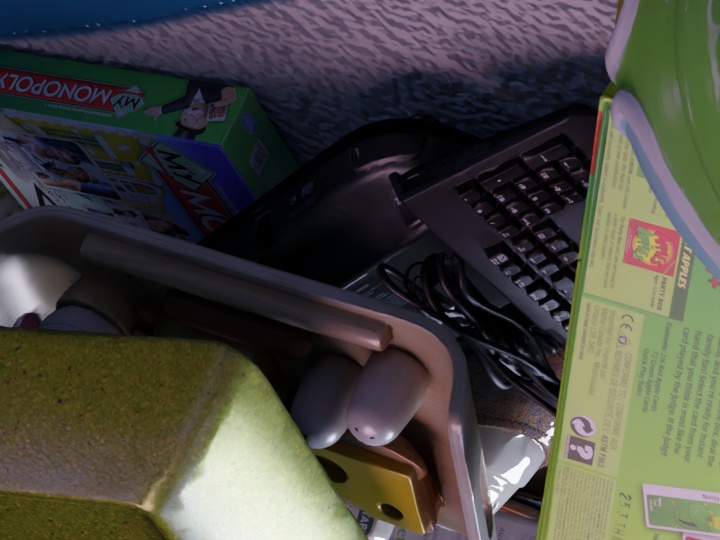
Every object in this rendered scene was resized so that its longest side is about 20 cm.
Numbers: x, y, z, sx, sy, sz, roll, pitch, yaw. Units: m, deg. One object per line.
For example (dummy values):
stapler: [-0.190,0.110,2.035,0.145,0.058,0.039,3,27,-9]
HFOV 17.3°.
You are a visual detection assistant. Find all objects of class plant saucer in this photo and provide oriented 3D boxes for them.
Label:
plant saucer: [-0.100,0.095,0.855,0.199,0.048,0.200,3,145,26]

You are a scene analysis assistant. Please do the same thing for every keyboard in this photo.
keyboard: [0.084,0.021,0.806,0.104,0.040,0.200,-22,140,27]

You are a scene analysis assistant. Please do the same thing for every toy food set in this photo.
toy food set: [-0.044,0.059,0.856,0.199,0.061,0.144,17,149,21]

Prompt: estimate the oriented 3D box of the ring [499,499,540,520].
ring: [0.067,0.157,1.203,0.200,0.019,0.201,20,157,9]

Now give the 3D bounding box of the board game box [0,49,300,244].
board game box: [-0.069,-0.015,0.953,0.134,0.029,0.200,11,154,29]

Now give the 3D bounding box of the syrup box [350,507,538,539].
syrup box: [0.080,0.151,1.045,0.199,0.079,0.081,15,173,2]

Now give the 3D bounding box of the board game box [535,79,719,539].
board game box: [0.116,0.034,0.740,0.101,0.048,0.201,17,127,16]

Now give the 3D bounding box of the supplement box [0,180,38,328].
supplement box: [-0.174,0.028,1.040,0.085,0.111,0.200,8,152,32]

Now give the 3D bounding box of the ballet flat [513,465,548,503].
ballet flat: [0.057,0.080,1.011,0.199,0.047,0.067,6,151,36]

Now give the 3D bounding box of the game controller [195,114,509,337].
game controller: [0.000,0.000,0.869,0.104,0.042,0.200,11,155,-31]

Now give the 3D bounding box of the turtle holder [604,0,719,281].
turtle holder: [0.112,-0.053,0.561,0.185,0.142,0.132,21,176,-15]

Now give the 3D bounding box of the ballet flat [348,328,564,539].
ballet flat: [0.022,0.077,0.958,0.199,0.068,0.068,-17,145,36]
